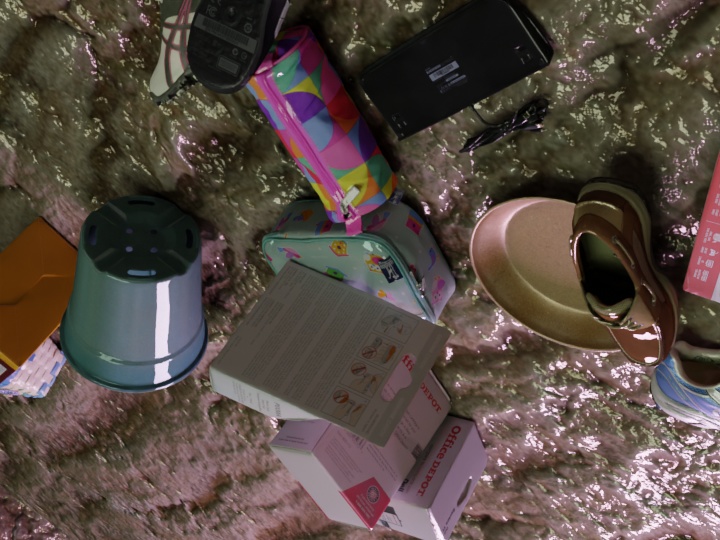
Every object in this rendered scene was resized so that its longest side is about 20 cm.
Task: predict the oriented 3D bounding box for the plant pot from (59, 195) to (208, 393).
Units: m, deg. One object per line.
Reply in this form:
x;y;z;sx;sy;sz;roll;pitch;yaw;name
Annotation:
-0.288;0.022;1.293;0.200;0.200;0.196;29;138;10;plant pot

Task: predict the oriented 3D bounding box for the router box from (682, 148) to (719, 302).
0.360;-0.036;0.769;0.179;0.049;0.200;20;143;22;router box

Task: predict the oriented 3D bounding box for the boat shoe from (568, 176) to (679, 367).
0.221;0.014;0.865;0.075;0.074;0.200;3;134;38;boat shoe

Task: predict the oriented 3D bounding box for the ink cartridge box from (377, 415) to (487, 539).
0.045;0.254;1.310;0.199;0.147;0.083;10;139;31;ink cartridge box

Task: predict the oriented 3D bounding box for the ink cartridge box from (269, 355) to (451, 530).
0.005;0.188;1.216;0.083;0.200;0.147;-1;132;46;ink cartridge box

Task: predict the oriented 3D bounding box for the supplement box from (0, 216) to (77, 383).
-0.532;0.056;1.526;0.133;0.197;0.200;44;145;-13;supplement box

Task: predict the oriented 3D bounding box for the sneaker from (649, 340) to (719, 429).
0.368;0.122;0.929;0.199;0.076;0.077;15;146;26;sneaker

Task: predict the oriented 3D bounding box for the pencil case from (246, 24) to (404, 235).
-0.037;-0.136;0.965;0.088;0.088;0.200;-4;129;44;pencil case

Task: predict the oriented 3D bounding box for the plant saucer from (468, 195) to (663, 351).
0.202;-0.003;0.958;0.200;0.035;0.200;23;145;18;plant saucer

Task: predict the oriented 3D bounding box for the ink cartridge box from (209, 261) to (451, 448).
-0.030;0.090;1.024;0.200;0.160;0.047;23;144;17;ink cartridge box

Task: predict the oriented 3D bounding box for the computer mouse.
-0.065;-0.238;0.844;0.140;0.046;0.201;22;109;17;computer mouse

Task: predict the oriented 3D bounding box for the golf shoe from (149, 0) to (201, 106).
-0.162;-0.237;0.969;0.088;0.077;0.200;48;136;-5;golf shoe

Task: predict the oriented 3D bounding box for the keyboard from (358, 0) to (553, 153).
0.092;-0.160;0.881;0.127;0.021;0.200;53;144;-14;keyboard

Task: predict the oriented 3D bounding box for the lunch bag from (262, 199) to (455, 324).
0.000;0.000;1.101;0.200;0.077;0.161;2;134;39;lunch bag

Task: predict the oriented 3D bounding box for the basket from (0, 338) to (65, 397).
-0.642;0.143;1.778;0.176;0.139;0.200;-2;141;43;basket
